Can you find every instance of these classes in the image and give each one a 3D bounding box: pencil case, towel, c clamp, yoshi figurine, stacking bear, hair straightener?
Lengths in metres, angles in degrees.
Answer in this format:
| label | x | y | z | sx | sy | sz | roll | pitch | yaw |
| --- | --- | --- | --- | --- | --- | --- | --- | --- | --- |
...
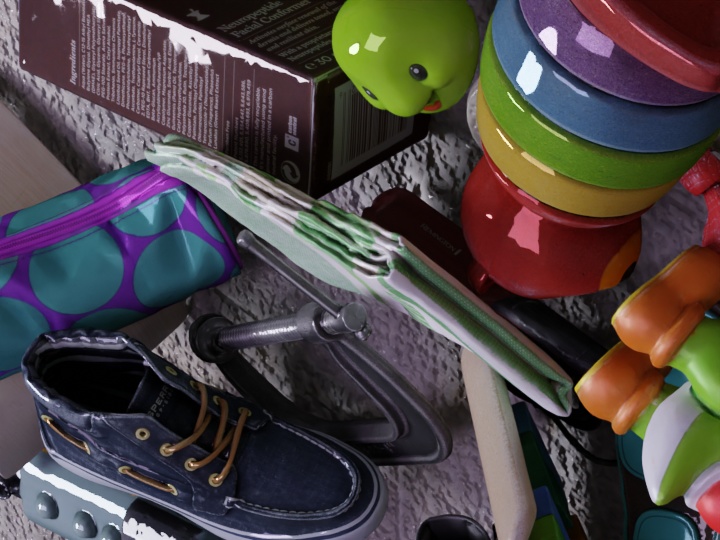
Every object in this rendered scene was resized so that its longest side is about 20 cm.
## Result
| label | x | y | z | sx | sy | sz | roll | pitch | yaw |
| --- | --- | --- | --- | --- | --- | --- | --- | --- | --- |
| pencil case | -0.167 | 0.000 | 1.324 | 0.093 | 0.199 | 0.085 | 70 | 176 | -57 |
| towel | 0.000 | 0.000 | 1.147 | 0.152 | 0.023 | 0.200 | 37 | 173 | -40 |
| c clamp | -0.030 | 0.046 | 1.288 | 0.171 | 0.027 | 0.200 | 40 | 157 | -14 |
| yoshi figurine | 0.196 | 0.080 | 1.049 | 0.200 | 0.112 | 0.112 | 46 | 101 | 17 |
| stacking bear | 0.099 | -0.065 | 1.022 | 0.113 | 0.121 | 0.200 | 34 | 137 | 11 |
| hair straightener | 0.082 | 0.037 | 1.233 | 0.199 | 0.041 | 0.077 | 31 | 142 | 20 |

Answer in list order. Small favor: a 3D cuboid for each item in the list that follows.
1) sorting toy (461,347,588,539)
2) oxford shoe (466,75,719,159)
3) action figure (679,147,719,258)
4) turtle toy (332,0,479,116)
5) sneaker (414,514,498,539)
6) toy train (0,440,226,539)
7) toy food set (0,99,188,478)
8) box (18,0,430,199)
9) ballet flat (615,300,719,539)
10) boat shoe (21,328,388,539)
| label | x | y | z | sx | sy | sz | roll | pitch | yaw |
| --- | --- | --- | --- | --- | --- | --- | --- | --- | --- |
| sorting toy | 0.098 | 0.151 | 1.177 | 0.036 | 0.185 | 0.201 | -18 | 116 | 5 |
| oxford shoe | 0.143 | -0.083 | 1.089 | 0.199 | 0.058 | 0.076 | -2 | 118 | 29 |
| action figure | 0.212 | 0.019 | 1.066 | 0.200 | 0.052 | 0.065 | 42 | 142 | -5 |
| turtle toy | 0.008 | -0.169 | 1.123 | 0.145 | 0.101 | 0.201 | -20 | 92 | 47 |
| sneaker | 0.059 | 0.161 | 1.228 | 0.060 | 0.200 | 0.105 | -17 | 107 | 2 |
| toy train | -0.119 | 0.123 | 1.403 | 0.199 | 0.114 | 0.086 | 22 | 126 | 33 |
| toy food set | -0.216 | 0.001 | 1.416 | 0.200 | 0.143 | 0.060 | 45 | 167 | 16 |
| box | -0.069 | -0.114 | 1.236 | 0.199 | 0.100 | 0.075 | 24 | 127 | 31 |
| ballet flat | 0.157 | 0.097 | 1.160 | 0.067 | 0.070 | 0.201 | 12 | 111 | 26 |
| boat shoe | -0.085 | 0.090 | 1.291 | 0.199 | 0.071 | 0.091 | 14 | 154 | 14 |
